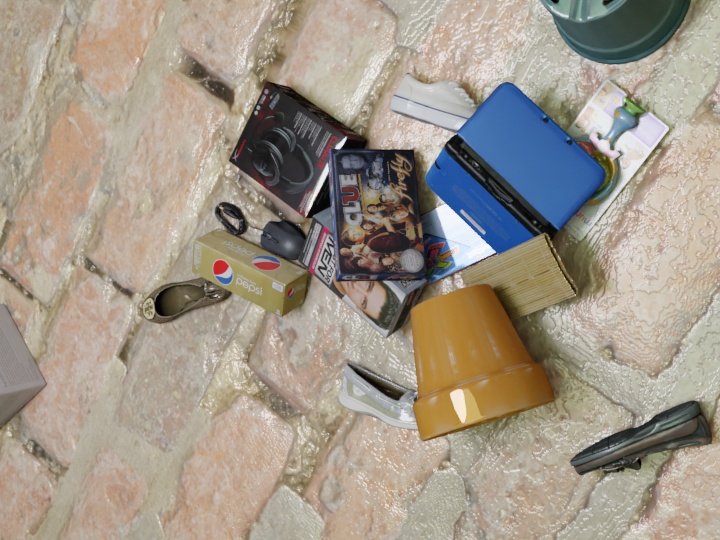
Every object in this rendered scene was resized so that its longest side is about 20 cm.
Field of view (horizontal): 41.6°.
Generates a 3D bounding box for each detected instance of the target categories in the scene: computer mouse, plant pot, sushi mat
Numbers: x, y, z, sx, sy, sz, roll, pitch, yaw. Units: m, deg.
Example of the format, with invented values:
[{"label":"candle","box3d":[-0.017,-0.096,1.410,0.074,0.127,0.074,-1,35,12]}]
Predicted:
[{"label":"computer mouse","box3d":[-0.174,-0.069,1.609,0.198,0.034,0.059,23,104,25]},{"label":"plant pot","box3d":[0.318,-0.384,1.241,0.198,0.195,0.204,2,95,28]},{"label":"plant pot","box3d":[0.156,0.127,1.362,0.198,0.199,0.186,-23,76,27]},{"label":"sushi mat","box3d":[0.223,0.018,1.362,0.199,0.012,0.097,-29,89,56]}]

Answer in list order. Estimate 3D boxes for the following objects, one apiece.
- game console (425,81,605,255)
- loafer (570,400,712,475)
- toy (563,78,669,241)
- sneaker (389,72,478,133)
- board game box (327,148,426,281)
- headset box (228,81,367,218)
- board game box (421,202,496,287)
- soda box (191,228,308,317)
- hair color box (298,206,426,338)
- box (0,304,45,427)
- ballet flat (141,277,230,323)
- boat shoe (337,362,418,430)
[{"label":"game console","box3d":[0.216,-0.131,1.356,0.200,0.118,0.171,45,154,6]},{"label":"loafer","box3d":[0.388,0.249,1.315,0.199,0.072,0.063,-31,85,24]},{"label":"toy","box3d":[0.323,-0.155,1.335,0.115,0.047,0.201,43,110,20]},{"label":"sneaker","box3d":[0.137,-0.246,1.414,0.198,0.073,0.072,22,96,21]},{"label":"board game box","box3d":[0.023,-0.085,1.430,0.133,0.035,0.203,-1,71,-12]},{"label":"headset box","box3d":[-0.095,-0.188,1.537,0.199,0.077,0.150,38,109,22]},{"label":"board game box","box3d":[0.138,-0.050,1.454,0.198,0.019,0.104,-26,81,26]},{"label":"soda box","box3d":[-0.188,0.001,1.594,0.198,0.068,0.065,25,123,24]},{"label":"hair color box","box3d":[0.000,0.000,1.490,0.199,0.060,0.100,40,133,20]},{"label":"box","box3d":[-0.767,0.206,1.883,0.198,0.130,0.201,-39,76,24]},{"label":"ballet flat","box3d":[-0.318,0.050,1.684,0.198,0.046,0.068,-14,86,28]},{"label":"boat shoe","box3d":[0.053,0.199,1.485,0.200,0.074,0.066,14,104,33]}]
